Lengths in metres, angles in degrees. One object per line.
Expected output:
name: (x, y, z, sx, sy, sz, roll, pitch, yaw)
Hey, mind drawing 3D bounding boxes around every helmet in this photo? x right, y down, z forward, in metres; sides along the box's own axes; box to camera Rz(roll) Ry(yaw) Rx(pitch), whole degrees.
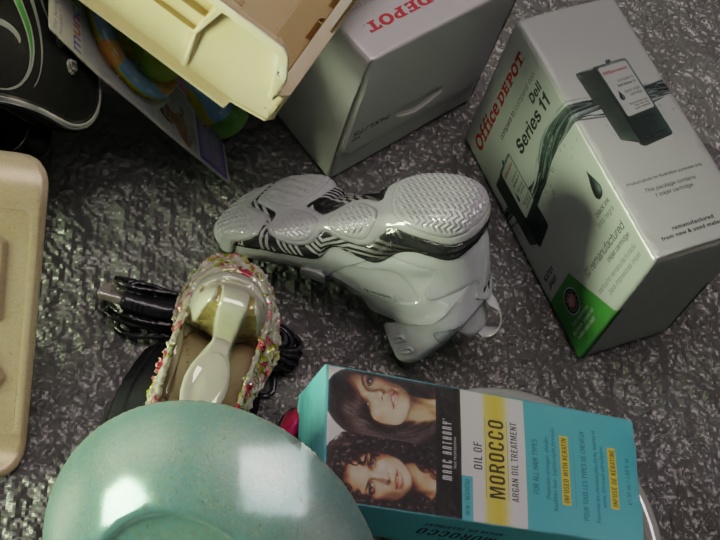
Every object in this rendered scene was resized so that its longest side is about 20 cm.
helmet: (-0.267, -0.141, 0.797, 0.200, 0.200, 0.191, -8, 64, -18)

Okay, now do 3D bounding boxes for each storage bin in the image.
storage bin: (-0.077, -0.226, 0.764, 0.198, 0.094, 0.200, 36, 61, -8)

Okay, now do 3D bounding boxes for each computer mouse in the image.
computer mouse: (-0.118, 0.094, 0.781, 0.138, 0.053, 0.200, 18, 58, -4)

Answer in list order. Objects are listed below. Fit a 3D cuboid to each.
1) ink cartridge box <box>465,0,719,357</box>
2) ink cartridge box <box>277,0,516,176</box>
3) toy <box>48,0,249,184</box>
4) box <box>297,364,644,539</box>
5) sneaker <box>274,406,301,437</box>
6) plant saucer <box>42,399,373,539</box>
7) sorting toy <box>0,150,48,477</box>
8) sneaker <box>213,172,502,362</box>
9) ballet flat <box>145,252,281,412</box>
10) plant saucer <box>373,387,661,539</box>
ink cartridge box: (0.163, -0.064, 0.887, 0.083, 0.147, 0.200, -15, 65, -20)
ink cartridge box: (-0.013, -0.205, 0.922, 0.147, 0.146, 0.200, -32, 73, -26)
toy: (-0.130, -0.154, 0.842, 0.047, 0.200, 0.115, -20, 58, 15)
box: (0.064, 0.115, 0.741, 0.200, 0.049, 0.082, 11, 59, -18)
sneaker: (-0.035, 0.176, 0.743, 0.080, 0.075, 0.200, -1, 62, -14)
plant saucer: (-0.088, 0.169, 0.672, 0.201, 0.201, 0.039, 34, 19, 7)
sorting toy: (-0.279, 0.018, 0.731, 0.185, 0.200, 0.036, 7, 21, -10)
sneaker: (0.000, 0.000, 0.849, 0.200, 0.115, 0.075, -1, 35, 27)
ballet flat: (-0.084, 0.051, 0.759, 0.076, 0.064, 0.200, 16, 46, -8)
plant saucer: (0.088, 0.172, 0.782, 0.200, 0.050, 0.200, 10, 59, -17)
